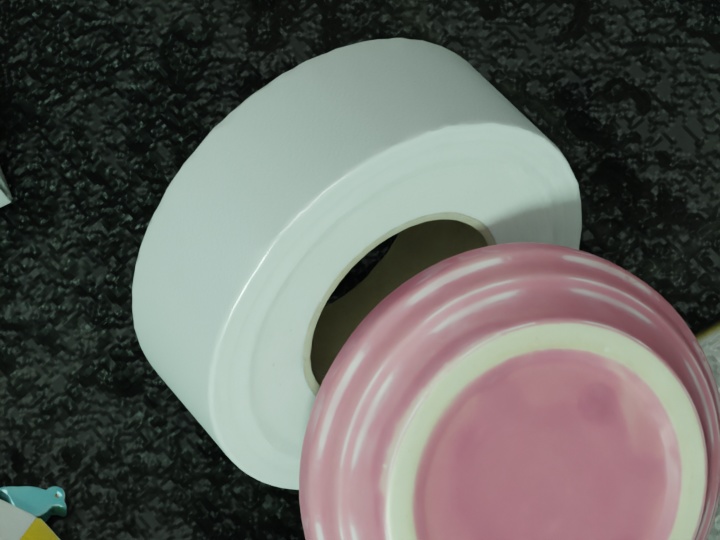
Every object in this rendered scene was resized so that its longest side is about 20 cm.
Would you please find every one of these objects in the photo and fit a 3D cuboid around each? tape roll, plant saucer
[{"bbox_3d":[0.000,0.000,1.285,0.202,0.203,0.071,-40,53,-7],"label":"tape roll"},{"bbox_3d":[0.073,0.091,1.261,0.199,0.051,0.202,-4,102,-17],"label":"plant saucer"}]

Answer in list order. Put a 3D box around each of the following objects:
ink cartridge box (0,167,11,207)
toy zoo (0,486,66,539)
[{"bbox_3d":[-0.292,-0.067,1.423,0.199,0.085,0.146,-23,68,-2],"label":"ink cartridge box"},{"bbox_3d":[-0.197,0.178,1.324,0.131,0.020,0.200,35,67,8],"label":"toy zoo"}]
